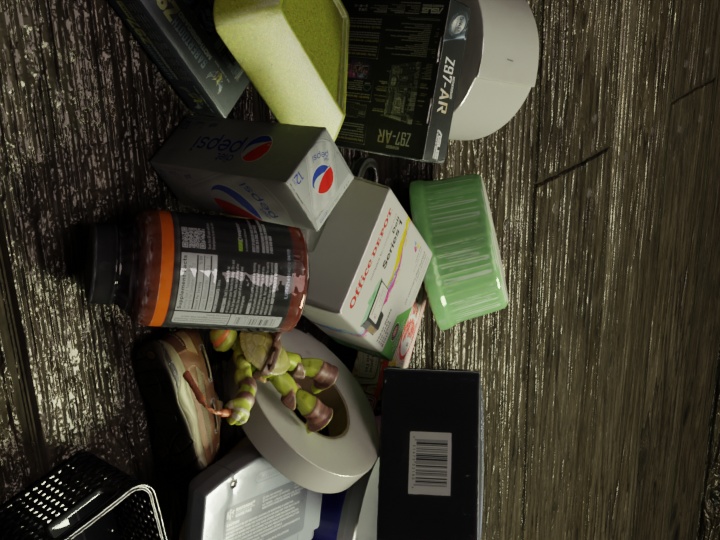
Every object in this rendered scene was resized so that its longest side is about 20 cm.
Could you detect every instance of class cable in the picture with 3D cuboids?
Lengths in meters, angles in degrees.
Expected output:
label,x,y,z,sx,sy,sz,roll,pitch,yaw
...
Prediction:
label,x,y,z,sx,sy,sz,roll,pitch,yaw
cable,-0.013,-0.038,1.129,0.096,0.050,0.205,-14,103,-45

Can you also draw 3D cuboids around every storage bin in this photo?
label,x,y,z,sx,sy,sz,roll,pitch,yaw
storage bin,-0.257,0.296,0.847,0.135,0.092,0.204,-34,128,-43

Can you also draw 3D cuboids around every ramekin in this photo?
label,x,y,z,sx,sy,sz,roll,pitch,yaw
ramekin,0.133,-0.030,1.190,0.200,0.095,0.205,-12,90,-80

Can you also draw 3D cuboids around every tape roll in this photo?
label,x,y,z,sx,sy,sz,roll,pitch,yaw
tape roll,-0.061,0.150,0.999,0.037,0.205,0.201,-43,153,24
tape roll,0.092,-0.259,1.052,0.138,0.200,0.208,-6,107,-51

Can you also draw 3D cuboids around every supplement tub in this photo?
label,x,y,z,sx,sy,sz,roll,pitch,yaw
supplement tub,-0.153,0.000,0.835,0.196,0.107,0.110,5,99,-22

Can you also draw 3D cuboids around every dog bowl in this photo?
label,x,y,z,sx,sy,sz,roll,pitch,yaw
dog bowl,-0.018,0.318,1.142,0.200,0.077,0.205,8,90,-75

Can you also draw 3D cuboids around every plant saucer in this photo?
label,x,y,z,sx,sy,sz,roll,pitch,yaw
plant saucer,-0.059,-0.234,0.837,0.200,0.047,0.204,54,31,-50

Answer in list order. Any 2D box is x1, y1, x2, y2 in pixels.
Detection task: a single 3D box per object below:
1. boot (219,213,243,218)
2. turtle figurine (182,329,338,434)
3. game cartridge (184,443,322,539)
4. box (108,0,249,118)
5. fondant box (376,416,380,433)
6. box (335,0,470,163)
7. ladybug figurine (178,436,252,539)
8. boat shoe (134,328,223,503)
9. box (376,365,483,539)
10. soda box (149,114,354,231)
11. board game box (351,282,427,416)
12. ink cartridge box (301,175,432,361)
label,x,y,z,sx,sy,sz,roll,pitch,yaw
boot,-0.076,-0.062,0.994,0.200,0.072,0.158,40,69,-53
turtle figurine,-0.095,0.086,0.916,0.160,0.202,0.064,34,117,-26
game cartridge,-0.111,0.253,0.958,0.198,0.040,0.137,-6,109,-55
box,-0.152,-0.270,0.839,0.160,0.050,0.201,-62,142,-21
fondant box,0.093,0.247,1.343,0.198,0.057,0.148,2,100,-55
box,0.013,-0.209,0.959,0.043,0.197,0.164,1,100,-52
ladybug figurine,-0.130,0.277,1.032,0.201,0.071,0.137,-52,138,-30
boat shoe,-0.173,0.153,0.932,0.074,0.074,0.204,-35,129,-46
box,0.089,0.233,1.088,0.199,0.120,0.205,66,26,-75
soda box,-0.105,-0.094,0.833,0.069,0.197,0.064,-56,135,-24
board game box,0.040,0.087,1.184,0.151,0.045,0.205,27,78,-76
ink cartridge box,0.000,0.000,1.005,0.147,0.082,0.200,-67,156,-12
